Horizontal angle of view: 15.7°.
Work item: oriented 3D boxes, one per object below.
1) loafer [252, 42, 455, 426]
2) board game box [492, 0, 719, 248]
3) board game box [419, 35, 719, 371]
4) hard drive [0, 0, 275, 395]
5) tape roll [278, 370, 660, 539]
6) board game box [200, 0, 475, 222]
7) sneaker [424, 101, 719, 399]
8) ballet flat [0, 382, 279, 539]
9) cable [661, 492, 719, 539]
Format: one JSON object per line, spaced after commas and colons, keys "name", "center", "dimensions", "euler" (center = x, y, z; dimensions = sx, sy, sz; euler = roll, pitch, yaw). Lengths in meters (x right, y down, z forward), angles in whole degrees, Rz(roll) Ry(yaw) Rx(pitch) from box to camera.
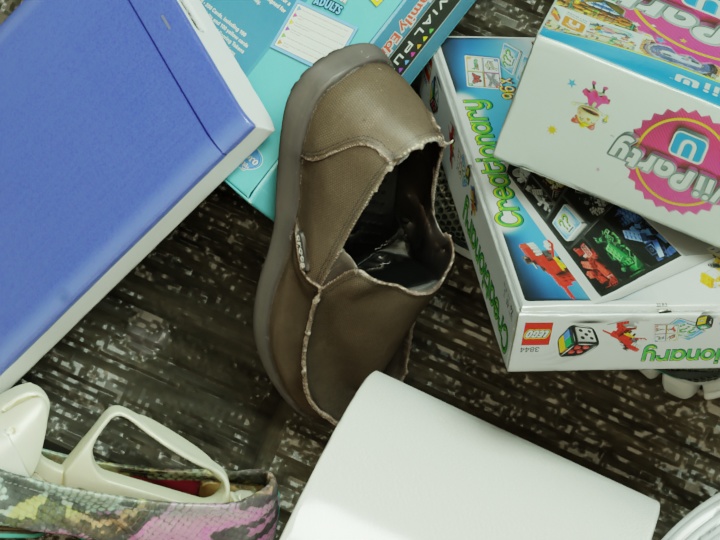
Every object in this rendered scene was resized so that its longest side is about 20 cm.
{"name": "loafer", "center": [0.000, 0.000, 1.135], "dimensions": [0.073, 0.201, 0.071], "euler": [-28, 49, -27]}
{"name": "board game box", "center": [0.153, -0.087, 1.109], "dimensions": [0.147, 0.200, 0.064], "euler": [23, 124, 4]}
{"name": "board game box", "center": [0.105, -0.033, 1.112], "dimensions": [0.126, 0.200, 0.035], "euler": [0, 128, -11]}
{"name": "hard drive", "center": [-0.140, -0.049, 1.168], "dimensions": [0.200, 0.025, 0.132], "euler": [-43, 63, 23]}
{"name": "tape roll", "center": [0.026, 0.162, 1.113], "dimensions": [0.139, 0.203, 0.204], "euler": [24, 91, 4]}
{"name": "board game box", "center": [-0.026, -0.141, 1.174], "dimensions": [0.151, 0.047, 0.200], "euler": [40, 92, 31]}
{"name": "sneaker", "center": [0.098, -0.017, 1.166], "dimensions": [0.199, 0.091, 0.078], "euler": [32, 90, 5]}
{"name": "ballet flat", "center": [-0.130, 0.091, 1.171], "dimensions": [0.199, 0.069, 0.072], "euler": [13, 104, -17]}
{"name": "cable", "center": [0.201, 0.187, 1.139], "dimensions": [0.199, 0.069, 0.201], "euler": [-20, 103, -5]}
